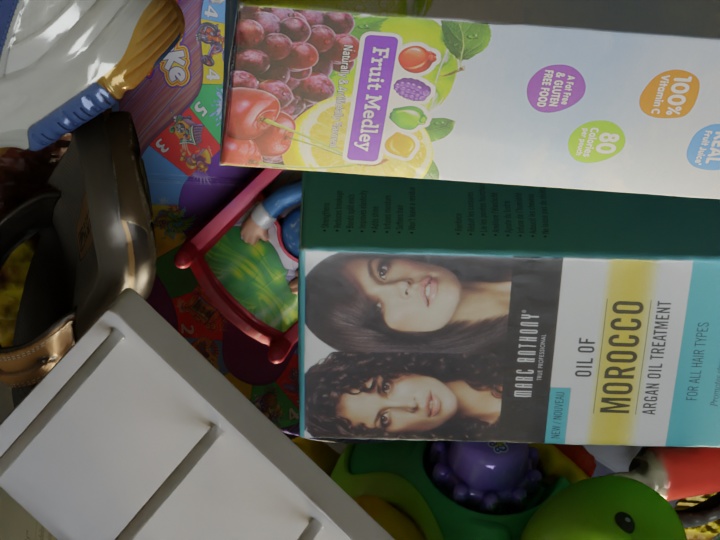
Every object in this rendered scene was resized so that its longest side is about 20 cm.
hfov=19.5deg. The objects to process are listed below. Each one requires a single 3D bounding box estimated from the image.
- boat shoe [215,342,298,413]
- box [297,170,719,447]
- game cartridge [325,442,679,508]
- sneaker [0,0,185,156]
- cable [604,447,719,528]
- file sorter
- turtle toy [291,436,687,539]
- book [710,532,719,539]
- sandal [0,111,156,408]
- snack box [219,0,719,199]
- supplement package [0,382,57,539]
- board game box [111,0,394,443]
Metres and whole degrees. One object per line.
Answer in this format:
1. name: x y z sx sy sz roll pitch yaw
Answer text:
1. boat shoe: 0.000 0.000 0.796 0.199 0.072 0.062 -29 87 11
2. box: 0.078 0.012 0.689 0.198 0.049 0.083 1 128 0
3. game cartridge: 0.043 0.097 0.919 0.133 0.041 0.200 30 127 -33
4. sneaker: -0.153 -0.070 0.728 0.199 0.075 0.088 -30 107 29
5. cable: 0.188 0.067 0.854 0.198 0.050 0.098 4 108 -13
6. file sorter: -0.067 0.138 0.718 0.200 0.125 0.139 44 140 -4
7. turtle toy: 0.056 0.107 0.793 0.146 0.200 0.101 41 86 -22
8. book: 0.180 0.158 0.906 0.133 0.048 0.200 25 124 -31
9. sandal: -0.115 0.011 0.767 0.054 0.082 0.200 -9 158 -20
10. snack box: 0.060 -0.105 0.615 0.198 0.170 0.068 4 139 -7
11. supplement package: -0.195 0.103 0.853 0.119 0.122 0.200 -32 128 28
12. board game box: -0.016 -0.024 0.726 0.156 0.039 0.202 4 111 11
